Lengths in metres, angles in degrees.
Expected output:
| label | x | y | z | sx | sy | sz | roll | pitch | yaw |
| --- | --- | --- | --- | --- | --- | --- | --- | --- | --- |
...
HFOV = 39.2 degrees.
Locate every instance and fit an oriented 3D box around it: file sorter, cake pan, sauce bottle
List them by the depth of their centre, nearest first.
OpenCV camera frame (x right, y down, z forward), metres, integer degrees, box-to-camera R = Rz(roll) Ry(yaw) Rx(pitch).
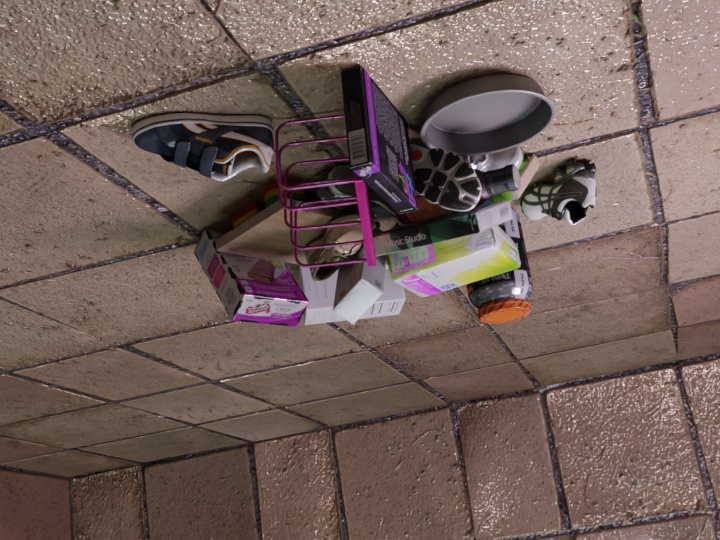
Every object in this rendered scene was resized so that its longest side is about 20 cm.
| label | x | y | z | sx | sy | sz | roll | pitch | yaw |
| --- | --- | --- | --- | --- | --- | --- | --- | --- | --- |
| cake pan | 0.184 | -0.228 | 1.481 | 0.199 | 0.037 | 0.200 | -7 | 161 | -3 |
| file sorter | -0.052 | -0.113 | 1.487 | 0.125 | 0.139 | 0.200 | -7 | 144 | 2 |
| sauce bottle | 0.149 | -0.121 | 1.569 | 0.199 | 0.065 | 0.065 | -11 | 161 | 25 |

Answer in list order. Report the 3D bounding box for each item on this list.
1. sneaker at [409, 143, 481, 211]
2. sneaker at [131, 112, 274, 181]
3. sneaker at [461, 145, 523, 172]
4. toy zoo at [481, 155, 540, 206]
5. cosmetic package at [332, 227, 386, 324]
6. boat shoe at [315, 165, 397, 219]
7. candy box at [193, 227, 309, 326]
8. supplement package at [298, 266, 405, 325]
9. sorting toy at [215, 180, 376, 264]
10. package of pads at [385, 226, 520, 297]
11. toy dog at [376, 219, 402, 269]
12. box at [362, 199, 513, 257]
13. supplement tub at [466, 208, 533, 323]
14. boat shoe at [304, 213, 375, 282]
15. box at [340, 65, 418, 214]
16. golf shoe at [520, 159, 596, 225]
| label | x | y | z | sx | sy | sz | roll | pitch | yaw |
| --- | --- | --- | --- | --- | --- | --- | --- | --- | --- |
| sneaker | 0.103 | -0.148 | 1.525 | 0.200 | 0.081 | 0.083 | 31 | -177 | 30 |
| sneaker | -0.220 | -0.173 | 1.421 | 0.199 | 0.080 | 0.078 | -3 | 161 | -10 |
| sneaker | 0.159 | -0.165 | 1.608 | 0.199 | 0.075 | 0.087 | -14 | 154 | 15 |
| toy zoo | 0.194 | -0.124 | 1.687 | 0.200 | 0.020 | 0.131 | -20 | -162 | 36 |
| cosmetic package | 0.000 | 0.000 | 1.722 | 0.051 | 0.200 | 0.083 | 33 | 116 | -15 |
| boat shoe | 0.019 | -0.124 | 1.673 | 0.201 | 0.072 | 0.061 | 15 | 155 | -33 |
| candy box | -0.193 | 0.010 | 1.777 | 0.136 | 0.200 | 0.061 | 8 | 121 | -38 |
| supplement package | -0.020 | 0.032 | 2.037 | 0.199 | 0.114 | 0.110 | -7 | 162 | -7 |
| sorting toy | -0.113 | -0.085 | 1.726 | 0.200 | 0.070 | 0.199 | 10 | 154 | -40 |
| package of pads | 0.157 | -0.022 | 1.730 | 0.199 | 0.068 | 0.154 | -19 | 159 | 19 |
| toy dog | 0.060 | -0.056 | 1.851 | 0.199 | 0.132 | 0.096 | -9 | -160 | 17 |
| box | 0.121 | -0.065 | 1.581 | 0.199 | 0.036 | 0.144 | -14 | -176 | 30 |
| supplement tub | 0.253 | -0.009 | 1.890 | 0.122 | 0.201 | 0.123 | -7 | 161 | -3 |
| boat shoe | -0.032 | -0.037 | 1.688 | 0.072 | 0.065 | 0.200 | 4 | 158 | -30 |
| box | 0.029 | -0.176 | 1.407 | 0.036 | 0.144 | 0.200 | -12 | 161 | 20 |
| golf shoe | 0.347 | -0.116 | 1.786 | 0.077 | 0.095 | 0.200 | -2 | 162 | -20 |
